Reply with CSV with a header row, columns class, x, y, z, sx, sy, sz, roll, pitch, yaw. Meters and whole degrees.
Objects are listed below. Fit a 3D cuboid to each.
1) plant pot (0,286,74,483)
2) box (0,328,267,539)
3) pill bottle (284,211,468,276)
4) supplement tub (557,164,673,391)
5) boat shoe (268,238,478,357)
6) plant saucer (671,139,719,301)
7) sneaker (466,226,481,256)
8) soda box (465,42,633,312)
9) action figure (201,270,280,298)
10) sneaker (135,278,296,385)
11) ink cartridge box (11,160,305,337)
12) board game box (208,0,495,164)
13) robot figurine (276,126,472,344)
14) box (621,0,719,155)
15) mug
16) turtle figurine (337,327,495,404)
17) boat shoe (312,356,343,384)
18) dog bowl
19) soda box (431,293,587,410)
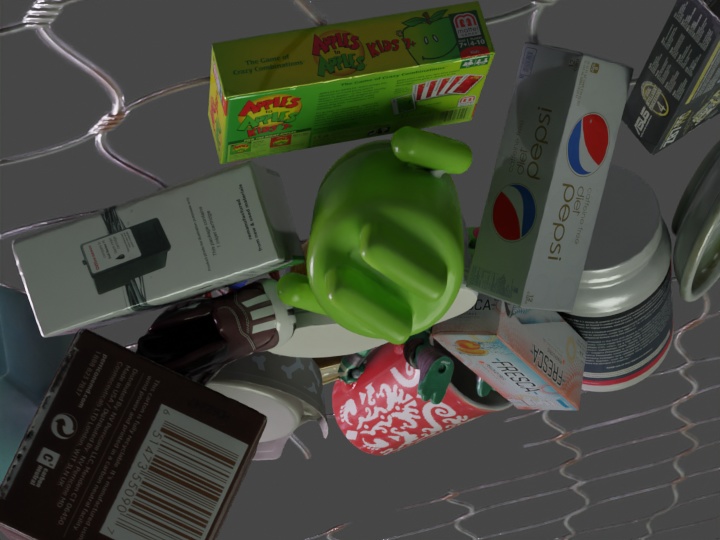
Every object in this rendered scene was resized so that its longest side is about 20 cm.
class,x,y,z,sx,sy,sz,roll,pitch,yaw
plant pot,-0.328,0.104,1.508,0.141,0.142,0.200,-17,152,3
box,-0.184,0.169,1.364,0.164,0.166,0.200,25,165,0
pill bottle,0.000,0.000,1.510,0.104,0.105,0.200,3,152,-38
supplement tub,0.222,0.009,1.589,0.140,0.141,0.200,-15,143,0
boat shoe,0.003,0.018,1.399,0.199,0.069,0.072,-22,147,31
plant saucer,0.335,-0.068,1.562,0.200,0.050,0.200,-47,158,-26
sneaker,0.119,0.016,1.665,0.084,0.077,0.200,-27,155,16
soda box,0.148,-0.072,1.323,0.068,0.201,0.064,6,-169,-44
action figure,-0.112,0.020,1.500,0.065,0.099,0.200,-9,155,-15
sneaker,-0.155,0.060,1.394,0.200,0.076,0.115,-29,170,42
ink cartridge box,-0.157,-0.015,1.346,0.199,0.083,0.147,-17,178,6
board game box,-0.010,-0.138,1.249,0.199,0.048,0.102,-11,157,-12
robot figurine,0.020,-0.025,1.276,0.115,0.200,0.176,31,114,-12
box,0.290,-0.183,1.271,0.161,0.049,0.200,-34,164,-17
mug,0.055,0.100,1.809,0.200,0.178,0.133,-34,-172,48
turtle figurine,0.044,0.057,1.597,0.149,0.200,0.101,-23,123,-23
boat shoe,-0.092,0.099,1.714,0.199,0.074,0.069,-8,152,-2
dog bowl,-0.126,0.115,1.588,0.199,0.059,0.200,5,152,3
soda box,0.134,0.061,1.474,0.063,0.069,0.200,-1,158,28
